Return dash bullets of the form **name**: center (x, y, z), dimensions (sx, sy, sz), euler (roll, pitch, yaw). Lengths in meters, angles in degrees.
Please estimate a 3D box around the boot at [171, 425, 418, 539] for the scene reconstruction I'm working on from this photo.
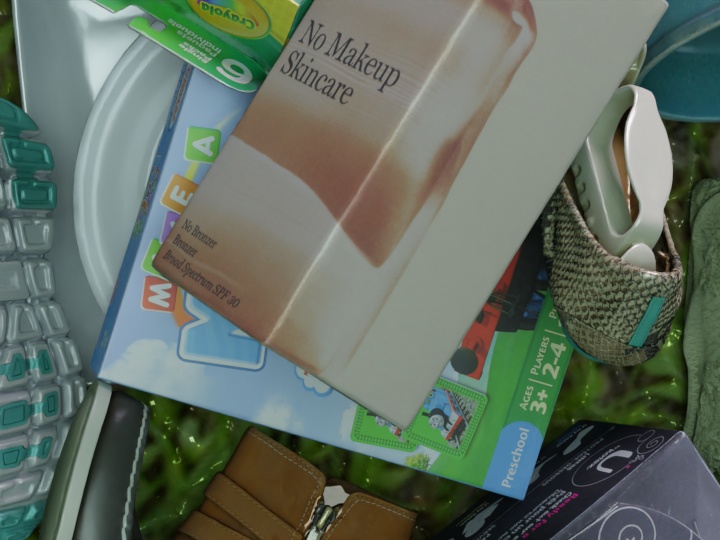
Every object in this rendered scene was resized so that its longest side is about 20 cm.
- **boot**: center (-0.080, 0.143, 1.098), dimensions (0.199, 0.077, 0.156), euler (24, 89, -6)

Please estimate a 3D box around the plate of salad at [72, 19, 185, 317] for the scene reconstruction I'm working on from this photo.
- **plate of salad**: center (-0.030, -0.034, 1.082), dimensions (0.198, 0.048, 0.202), euler (-2, 100, -12)

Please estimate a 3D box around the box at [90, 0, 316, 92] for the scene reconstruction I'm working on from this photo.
- **box**: center (-0.049, -0.162, 1.040), dimensions (0.117, 0.049, 0.200), euler (30, 47, 5)

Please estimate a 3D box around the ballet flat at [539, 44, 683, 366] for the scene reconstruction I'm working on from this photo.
- **ballet flat**: center (0.098, -0.056, 1.000), dimensions (0.067, 0.076, 0.201), euler (6, 48, -22)

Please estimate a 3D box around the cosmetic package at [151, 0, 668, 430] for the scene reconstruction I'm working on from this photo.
- **cosmetic package**: center (0.018, -0.053, 0.965), dimensions (0.087, 0.103, 0.201), euler (33, 87, -37)

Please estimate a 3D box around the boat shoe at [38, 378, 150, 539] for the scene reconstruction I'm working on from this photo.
- **boat shoe**: center (-0.114, 0.150, 1.031), dimensions (0.060, 0.072, 0.203), euler (13, 86, -9)

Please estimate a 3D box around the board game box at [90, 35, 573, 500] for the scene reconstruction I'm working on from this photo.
- **board game box**: center (0.000, 0.000, 1.051), dimensions (0.198, 0.037, 0.153), euler (17, 95, -13)

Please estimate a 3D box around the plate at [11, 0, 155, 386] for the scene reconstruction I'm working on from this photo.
- **plate**: center (-0.056, -0.053, 1.118), dimensions (0.198, 0.032, 0.202), euler (-4, 92, -5)

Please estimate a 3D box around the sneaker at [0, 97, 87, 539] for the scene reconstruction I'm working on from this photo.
- **sneaker**: center (-0.177, 0.026, 1.086), dimensions (0.077, 0.091, 0.202), euler (1, 84, -40)

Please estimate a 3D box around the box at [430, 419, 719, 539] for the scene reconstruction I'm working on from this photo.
- **box**: center (0.126, 0.185, 1.079), dimensions (0.132, 0.115, 0.201), euler (-37, 99, -16)

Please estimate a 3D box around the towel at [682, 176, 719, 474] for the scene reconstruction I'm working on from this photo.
- **towel**: center (0.231, 0.028, 1.090), dimensions (0.199, 0.036, 0.150), euler (-1, 92, 39)

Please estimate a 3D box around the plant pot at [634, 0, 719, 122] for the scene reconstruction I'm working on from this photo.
- **plant pot**: center (0.196, -0.187, 1.069), dimensions (0.198, 0.200, 0.190), euler (-10, 77, -5)
